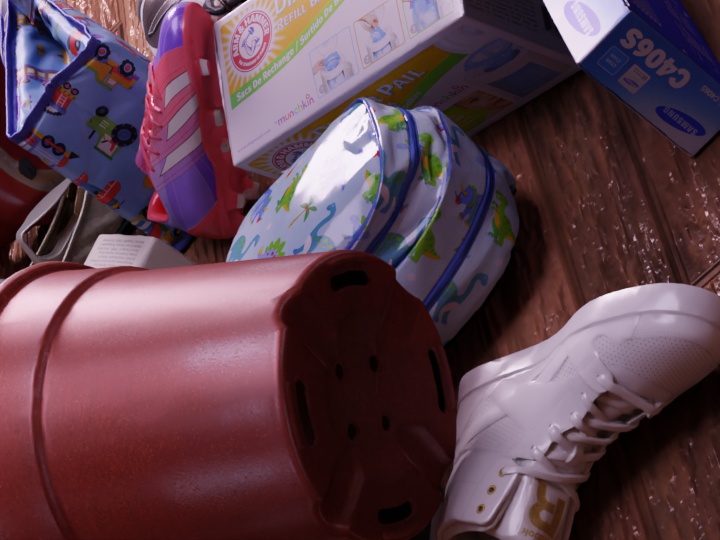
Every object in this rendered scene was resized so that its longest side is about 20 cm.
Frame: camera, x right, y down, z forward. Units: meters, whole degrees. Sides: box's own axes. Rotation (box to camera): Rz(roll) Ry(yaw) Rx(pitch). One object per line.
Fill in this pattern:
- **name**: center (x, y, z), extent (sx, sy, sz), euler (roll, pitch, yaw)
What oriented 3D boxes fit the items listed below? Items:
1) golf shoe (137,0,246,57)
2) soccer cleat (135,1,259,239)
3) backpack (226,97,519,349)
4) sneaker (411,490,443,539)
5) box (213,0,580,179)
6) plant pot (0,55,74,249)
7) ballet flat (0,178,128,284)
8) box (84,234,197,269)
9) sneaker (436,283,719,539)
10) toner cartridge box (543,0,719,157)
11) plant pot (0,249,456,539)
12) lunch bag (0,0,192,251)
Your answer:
- **golf shoe**: center (-0.067, -0.202, 1.979), extent (0.200, 0.078, 0.095), euler (-28, 53, 28)
- **soccer cleat**: center (-0.113, -0.091, 1.818), extent (0.076, 0.200, 0.067), euler (3, 53, 11)
- **backpack**: center (0.000, 0.000, 1.619), extent (0.200, 0.154, 0.163), euler (-31, 28, 16)
- **sneaker**: center (-0.011, 0.171, 1.500), extent (0.074, 0.080, 0.201), euler (-28, 37, 43)
- **box**: center (0.020, -0.134, 1.711), extent (0.200, 0.112, 0.102), euler (-31, 57, 37)
- **plant pot**: center (-0.293, -0.107, 2.083), extent (0.182, 0.200, 0.201), euler (-15, 48, 45)
- **ballet flat**: center (-0.225, 0.006, 2.003), extent (0.067, 0.062, 0.201), euler (10, 68, 59)
- **box**: center (-0.170, 0.078, 1.841), extent (0.082, 0.068, 0.201), euler (5, 64, 58)
- **sneaker**: center (0.111, 0.086, 1.423), extent (0.200, 0.073, 0.116), euler (-33, 36, 51)
- **toner cartridge box**: center (0.140, -0.150, 1.592), extent (0.043, 0.095, 0.200), euler (-46, 30, 17)
- **plant pot**: center (-0.069, 0.077, 1.463), extent (0.195, 0.201, 0.201), euler (-12, 49, 35)
- **lunch bag**: center (-0.171, -0.125, 1.968), extent (0.094, 0.150, 0.200), euler (-48, 30, 12)
